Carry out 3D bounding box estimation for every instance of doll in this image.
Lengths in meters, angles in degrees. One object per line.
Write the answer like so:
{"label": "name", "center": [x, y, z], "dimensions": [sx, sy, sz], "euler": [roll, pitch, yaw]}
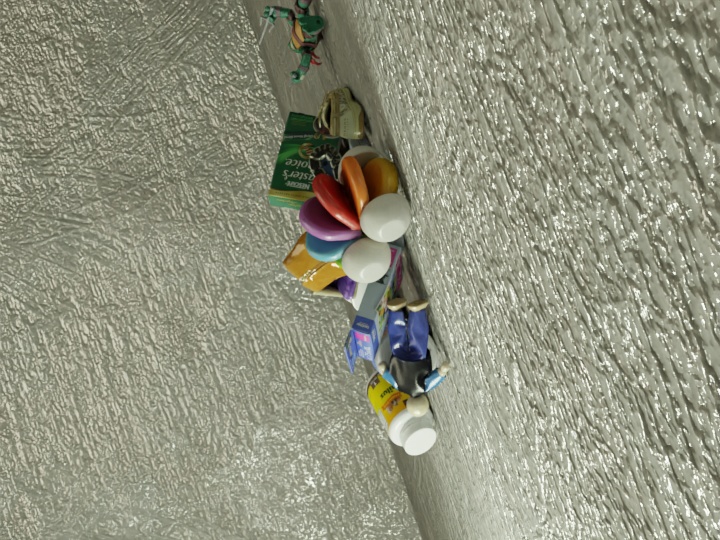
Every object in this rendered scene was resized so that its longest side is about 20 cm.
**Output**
{"label": "doll", "center": [0.091, 0.153, 1.412], "dimensions": [0.048, 0.134, 0.205], "euler": [-28, -63, -59]}

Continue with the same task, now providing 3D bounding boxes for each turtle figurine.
{"label": "turtle figurine", "center": [-0.121, -0.450, 1.579], "dimensions": [0.151, 0.100, 0.200], "euler": [56, 158, 3]}

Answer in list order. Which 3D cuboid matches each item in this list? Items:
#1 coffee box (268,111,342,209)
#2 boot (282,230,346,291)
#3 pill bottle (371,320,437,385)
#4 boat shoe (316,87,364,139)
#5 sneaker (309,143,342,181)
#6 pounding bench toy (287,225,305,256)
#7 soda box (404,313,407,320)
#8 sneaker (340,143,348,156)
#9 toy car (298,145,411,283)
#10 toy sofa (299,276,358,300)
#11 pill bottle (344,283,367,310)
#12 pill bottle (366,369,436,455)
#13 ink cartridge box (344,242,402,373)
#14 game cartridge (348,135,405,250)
{"label": "coffee box", "center": [-0.108, -0.220, 1.691], "dimensions": [0.044, 0.120, 0.204], "euler": [88, -166, -67]}
{"label": "boot", "center": [-0.036, -0.008, 1.576], "dimensions": [0.199, 0.144, 0.071], "euler": [32, -152, -18]}
{"label": "pill bottle", "center": [0.072, 0.149, 1.553], "dimensions": [0.200, 0.110, 0.115], "euler": [-163, 54, -83]}
{"label": "boat shoe", "center": [-0.044, -0.280, 1.475], "dimensions": [0.200, 0.061, 0.075], "euler": [-127, 34, -66]}
{"label": "sneaker", "center": [-0.024, -0.132, 1.518], "dimensions": [0.204, 0.077, 0.089], "euler": [68, -167, 14]}
{"label": "pounding bench toy", "center": [-0.089, -0.051, 1.954], "dimensions": [0.156, 0.196, 0.127], "euler": [10, -120, -85]}
{"label": "soda box", "center": [0.052, 0.088, 1.765], "dimensions": [0.201, 0.069, 0.064], "euler": [-116, 6, -59]}
{"label": "sneaker", "center": [-0.059, -0.238, 1.805], "dimensions": [0.114, 0.070, 0.202], "euler": [83, 166, -50]}
{"label": "toy car", "center": [-0.022, -0.090, 1.308], "dimensions": [0.202, 0.147, 0.177], "euler": [-64, 37, 35]}
{"label": "toy sofa", "center": [-0.041, -0.048, 1.630], "dimensions": [0.097, 0.081, 0.204], "euler": [34, 111, 48]}
{"label": "pill bottle", "center": [0.000, 0.000, 1.750], "dimensions": [0.201, 0.117, 0.122], "euler": [-118, 10, -57]}
{"label": "pill bottle", "center": [0.093, 0.311, 1.854], "dimensions": [0.201, 0.107, 0.111], "euler": [-124, 15, -48]}
{"label": "ink cartridge box", "center": [0.026, 0.068, 1.418], "dimensions": [0.120, 0.041, 0.203], "euler": [81, -151, -62]}
{"label": "game cartridge", "center": [0.028, -0.132, 1.471], "dimensions": [0.135, 0.040, 0.202], "euler": [72, 176, -51]}
